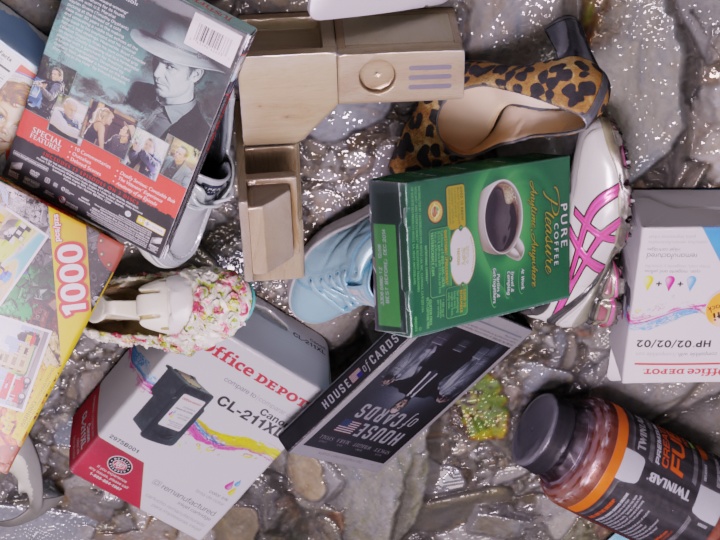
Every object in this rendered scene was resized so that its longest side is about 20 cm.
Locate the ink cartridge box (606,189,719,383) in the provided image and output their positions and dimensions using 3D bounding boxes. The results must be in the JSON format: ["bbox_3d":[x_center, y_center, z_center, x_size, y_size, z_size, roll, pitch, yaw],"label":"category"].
[{"bbox_3d":[0.282,0.032,1.560,0.114,0.068,0.201,0,123,-4],"label":"ink cartridge box"}]

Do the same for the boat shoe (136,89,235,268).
[{"bbox_3d":[-0.134,-0.082,1.400,0.070,0.071,0.202,-22,131,-40],"label":"boat shoe"}]

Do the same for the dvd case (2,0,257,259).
[{"bbox_3d":[-0.176,-0.124,1.349,0.145,0.022,0.201,27,118,5],"label":"dvd case"}]

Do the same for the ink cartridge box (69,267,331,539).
[{"bbox_3d":[-0.140,0.118,1.575,0.145,0.083,0.200,32,115,-22],"label":"ink cartridge box"}]

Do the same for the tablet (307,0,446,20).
[{"bbox_3d":[0.031,-0.280,1.337,0.130,0.014,0.201,-12,133,-28],"label":"tablet"}]

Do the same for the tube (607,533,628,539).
[{"bbox_3d":[0.325,0.303,1.751,0.200,0.050,0.078,34,110,-17],"label":"tube"}]

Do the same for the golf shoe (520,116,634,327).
[{"bbox_3d":[0.179,-0.035,1.507,0.092,0.073,0.201,0,122,-3],"label":"golf shoe"}]

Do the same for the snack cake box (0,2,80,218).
[{"bbox_3d":[-0.278,-0.131,1.418,0.200,0.067,0.115,37,111,-24],"label":"snack cake box"}]

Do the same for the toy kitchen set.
[{"bbox_3d":[-0.008,-0.078,1.413,0.179,0.163,0.201,-3,123,-2],"label":"toy kitchen set"}]

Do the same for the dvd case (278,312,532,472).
[{"bbox_3d":[0.040,0.096,1.557,0.200,0.025,0.150,-44,149,16],"label":"dvd case"}]

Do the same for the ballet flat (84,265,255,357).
[{"bbox_3d":[-0.172,0.034,1.473,0.064,0.076,0.199,8,168,-44],"label":"ballet flat"}]

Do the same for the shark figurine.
[{"bbox_3d":[-0.307,0.133,1.582,0.128,0.090,0.215,-12,121,44],"label":"shark figurine"}]

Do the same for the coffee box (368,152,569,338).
[{"bbox_3d":[0.090,-0.023,1.420,0.199,0.044,0.124,-14,105,-44],"label":"coffee box"}]

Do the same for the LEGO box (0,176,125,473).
[{"bbox_3d":[-0.295,0.030,1.389,0.148,0.077,0.201,27,91,-21],"label":"LEGO box"}]

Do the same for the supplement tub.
[{"bbox_3d":[0.236,0.182,1.629,0.199,0.107,0.107,26,117,-20],"label":"supplement tub"}]

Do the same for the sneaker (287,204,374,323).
[{"bbox_3d":[0.000,0.000,1.491,0.074,0.082,0.200,34,132,-18],"label":"sneaker"}]

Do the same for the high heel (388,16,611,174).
[{"bbox_3d":[0.103,-0.111,1.412,0.200,0.143,0.071,-35,118,17],"label":"high heel"}]
